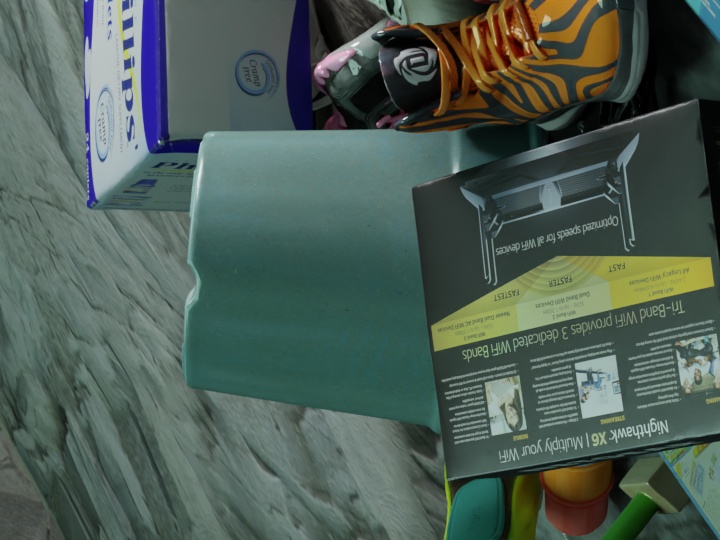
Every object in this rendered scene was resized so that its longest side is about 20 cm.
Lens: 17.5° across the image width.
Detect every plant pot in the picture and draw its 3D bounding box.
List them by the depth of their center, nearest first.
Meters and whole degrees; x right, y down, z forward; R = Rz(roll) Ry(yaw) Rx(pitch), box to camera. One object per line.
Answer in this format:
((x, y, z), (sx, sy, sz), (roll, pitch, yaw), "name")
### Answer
((0.000, 0.000, 1.351), (0.200, 0.195, 0.201), (-176, 90, -90), "plant pot")

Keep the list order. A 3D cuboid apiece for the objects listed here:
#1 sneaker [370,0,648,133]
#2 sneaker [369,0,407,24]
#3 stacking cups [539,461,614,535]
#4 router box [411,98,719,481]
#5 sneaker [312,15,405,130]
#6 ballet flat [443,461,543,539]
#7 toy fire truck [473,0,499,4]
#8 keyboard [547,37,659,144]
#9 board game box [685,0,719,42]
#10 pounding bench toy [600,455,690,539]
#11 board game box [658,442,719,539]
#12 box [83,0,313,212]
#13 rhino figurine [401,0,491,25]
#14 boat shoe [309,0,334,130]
((0.070, -0.106, 1.173), (0.200, 0.112, 0.078), (127, 133, -70), "sneaker")
((0.016, -0.182, 1.417), (0.200, 0.072, 0.072), (54, 156, 36), "sneaker")
((0.128, 0.091, 1.416), (0.061, 0.060, 0.200), (55, 158, 38), "stacking cups")
((0.118, 0.014, 1.163), (0.200, 0.052, 0.158), (-15, 78, 46), "router box")
((0.023, -0.093, 1.505), (0.096, 0.079, 0.200), (56, 172, 16), "sneaker")
((0.089, 0.145, 1.492), (0.067, 0.067, 0.200), (59, -158, -25), "ballet flat")
((0.072, -0.241, 1.185), (0.141, 0.049, 0.201), (170, 85, -74), "toy fire truck")
((0.134, -0.091, 1.240), (0.104, 0.039, 0.201), (-117, 22, -52), "keyboard")
((0.187, -0.160, 0.960), (0.151, 0.047, 0.200), (57, 160, 33), "board game box")
((0.151, 0.221, 1.341), (0.201, 0.156, 0.124), (66, 163, 9), "pounding bench toy")
((0.184, 0.038, 1.228), (0.135, 0.034, 0.200), (57, 160, 32), "board game box")
((-0.111, -0.146, 1.537), (0.200, 0.105, 0.185), (151, 118, -67), "box")
((0.053, -0.173, 1.287), (0.060, 0.087, 0.201), (24, 133, 66), "rhino figurine")
((-0.045, -0.135, 1.670), (0.066, 0.072, 0.201), (24, 127, 38), "boat shoe")
